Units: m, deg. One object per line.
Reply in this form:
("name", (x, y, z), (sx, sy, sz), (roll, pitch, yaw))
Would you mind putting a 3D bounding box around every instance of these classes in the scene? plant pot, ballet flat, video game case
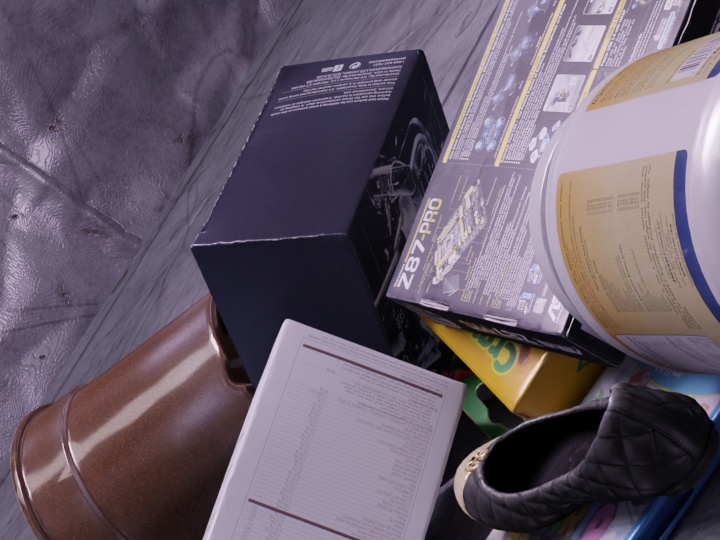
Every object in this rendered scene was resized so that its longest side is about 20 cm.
("plant pot", (-0.121, 0.126, 1.280), (0.198, 0.200, 0.201), (-41, 18, 23))
("ballet flat", (0.094, 0.081, 0.806), (0.067, 0.057, 0.200), (-60, 14, -25))
("video game case", (0.105, 0.122, 0.831), (0.201, 0.018, 0.143), (-55, 12, 1))

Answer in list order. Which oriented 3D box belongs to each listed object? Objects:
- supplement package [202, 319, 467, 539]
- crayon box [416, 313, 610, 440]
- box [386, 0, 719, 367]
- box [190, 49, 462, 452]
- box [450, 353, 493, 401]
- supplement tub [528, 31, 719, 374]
("supplement package", (-0.028, 0.150, 0.936), (0.110, 0.113, 0.201), (111, 179, -56))
("crayon box", (0.106, 0.000, 0.941), (0.201, 0.051, 0.127), (-59, 34, 9))
("box", (0.105, -0.061, 0.893), (0.161, 0.049, 0.202), (11, 77, 55))
("box", (0.000, 0.000, 1.074), (0.103, 0.201, 0.183), (-3, 40, 24))
("box", (0.128, -0.029, 1.079), (0.144, 0.036, 0.201), (-42, 18, 43))
("supplement tub", (0.163, -0.028, 0.720), (0.145, 0.144, 0.200), (-57, 13, -10))
